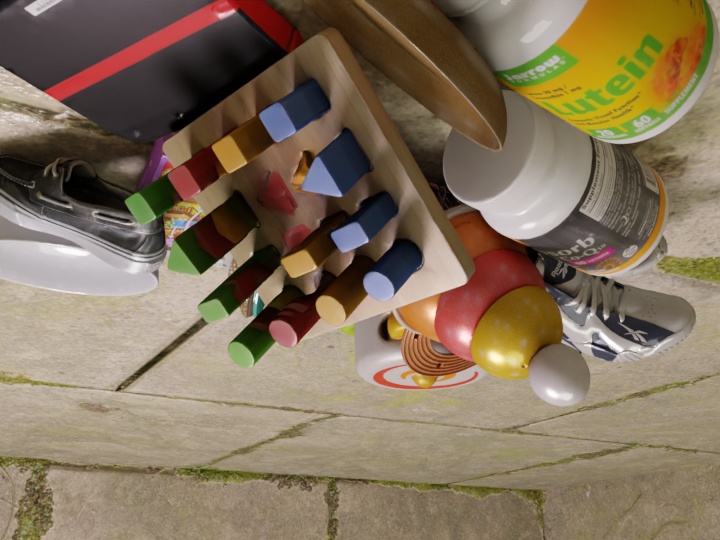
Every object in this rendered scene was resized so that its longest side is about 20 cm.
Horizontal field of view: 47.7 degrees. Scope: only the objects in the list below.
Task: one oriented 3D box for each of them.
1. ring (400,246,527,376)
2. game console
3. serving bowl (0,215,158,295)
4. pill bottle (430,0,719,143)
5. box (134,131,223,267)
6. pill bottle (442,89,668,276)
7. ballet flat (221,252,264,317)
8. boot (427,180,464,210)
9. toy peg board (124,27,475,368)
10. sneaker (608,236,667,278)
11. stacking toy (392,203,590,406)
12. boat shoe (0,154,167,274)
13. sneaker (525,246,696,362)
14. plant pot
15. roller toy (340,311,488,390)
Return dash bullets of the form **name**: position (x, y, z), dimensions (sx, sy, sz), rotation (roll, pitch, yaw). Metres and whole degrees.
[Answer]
- **ring**: position (0.128, 0.042, 0.903), dimensions (0.199, 0.019, 0.202), rotation (-22, 140, -19)
- **game console**: position (-0.159, -0.165, 0.588), dimensions (0.198, 0.031, 0.176), rotation (-15, 151, 31)
- **serving bowl**: position (-0.308, -0.030, 0.852), dimensions (0.198, 0.067, 0.200), rotation (4, 165, 1)
- **pill bottle**: position (0.116, -0.160, 0.486), dimensions (0.199, 0.112, 0.111), rotation (17, 152, -38)
- **box**: position (-0.117, -0.057, 0.793), dimensions (0.198, 0.039, 0.137), rotation (12, 139, -28)
- **pill bottle**: position (0.170, -0.073, 0.701), dimensions (0.199, 0.118, 0.116), rotation (18, 152, -40)
- **ballet flat**: position (-0.095, -0.050, 0.725), dimensions (0.065, 0.071, 0.202), rotation (19, 116, -1)
- **boot**: position (0.087, -0.066, 0.787), dimensions (0.142, 0.073, 0.200), rotation (-3, 166, 5)
- **toy peg board**: position (-0.057, -0.030, 0.595), dimensions (0.198, 0.098, 0.201), rotation (-21, 108, 41)
- **sneaker**: position (0.287, -0.041, 0.867), dimensions (0.098, 0.076, 0.200), rotation (-8, 166, -2)
- **stacking toy**: position (0.125, 0.047, 0.713), dimensions (0.145, 0.200, 0.147), rotation (-16, 131, -19)
- **boat shoe**: position (-0.257, -0.070, 0.734), dimensions (0.198, 0.072, 0.071), rotation (23, 120, 8)
- **sneaker**: position (0.224, 0.020, 0.815), dimensions (0.198, 0.080, 0.130), rotation (8, 147, 36)
- **plant pot**: position (0.015, -0.145, 0.481), dimensions (0.028, 0.200, 0.200), rotation (-49, 145, 5)
- **roller toy**: position (0.082, 0.081, 1.054), dimensions (0.181, 0.141, 0.200), rotation (11, 155, -28)
